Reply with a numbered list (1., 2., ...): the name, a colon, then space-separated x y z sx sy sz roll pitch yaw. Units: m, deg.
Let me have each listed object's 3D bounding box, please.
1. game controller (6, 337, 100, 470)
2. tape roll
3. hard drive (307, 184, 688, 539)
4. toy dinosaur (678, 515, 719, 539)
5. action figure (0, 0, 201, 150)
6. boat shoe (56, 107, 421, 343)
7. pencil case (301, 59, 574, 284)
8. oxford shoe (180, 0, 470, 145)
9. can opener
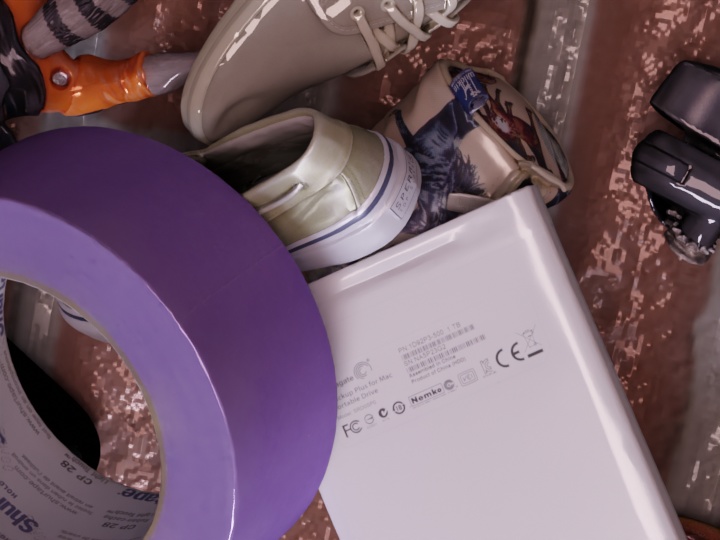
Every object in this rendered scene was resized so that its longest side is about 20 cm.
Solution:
1. game controller: -0.210 0.051 1.288 0.200 0.042 0.104 43 65 -12
2. tape roll: -0.115 0.049 1.195 0.199 0.085 0.201 13 117 26
3. hard drive: 0.051 0.083 1.199 0.131 0.026 0.201 -24 88 14
4. toy dinosaur: 0.228 0.184 1.285 0.199 0.105 0.183 -11 86 39
5. action figure: -0.170 -0.112 1.235 0.193 0.105 0.201 -31 104 -1
6. boat shoe: -0.064 -0.025 1.232 0.199 0.072 0.062 -21 134 38
7. pencil case: 0.000 0.000 1.259 0.078 0.090 0.200 41 103 -21
8. oxford shoe: 0.010 -0.117 1.221 0.200 0.075 0.058 -38 69 -3
9. can opener: 0.203 -0.010 1.261 0.199 0.063 0.079 33 103 -5
